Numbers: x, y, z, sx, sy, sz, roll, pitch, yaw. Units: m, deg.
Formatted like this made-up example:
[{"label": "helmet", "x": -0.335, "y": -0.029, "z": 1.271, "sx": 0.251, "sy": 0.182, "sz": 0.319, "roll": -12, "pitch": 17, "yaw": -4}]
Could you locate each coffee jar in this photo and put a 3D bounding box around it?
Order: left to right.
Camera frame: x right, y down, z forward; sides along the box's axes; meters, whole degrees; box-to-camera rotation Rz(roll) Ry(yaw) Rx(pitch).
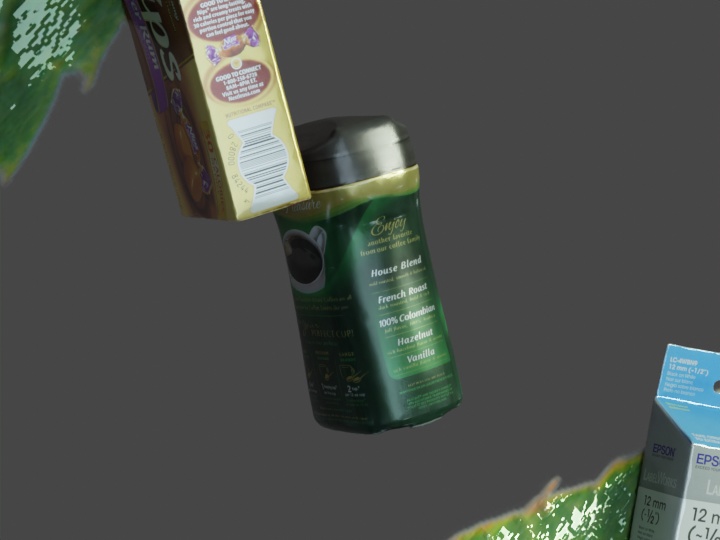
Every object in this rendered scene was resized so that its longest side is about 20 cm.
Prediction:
[{"label": "coffee jar", "x": 0.000, "y": 0.000, "z": 1.288, "sx": 0.085, "sy": 0.104, "sz": 0.201, "roll": -17, "pitch": 100, "yaw": -30}]

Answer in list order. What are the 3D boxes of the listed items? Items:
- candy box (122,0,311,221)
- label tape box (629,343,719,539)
[{"label": "candy box", "x": -0.097, "y": -0.134, "z": 1.233, "sx": 0.056, "sy": 0.117, "sz": 0.201, "roll": -19, "pitch": 101, "yaw": -20}, {"label": "label tape box", "x": 0.276, "y": 0.164, "z": 1.436, "sx": 0.143, "sy": 0.066, "sz": 0.201, "roll": 11, "pitch": 90, "yaw": -23}]
